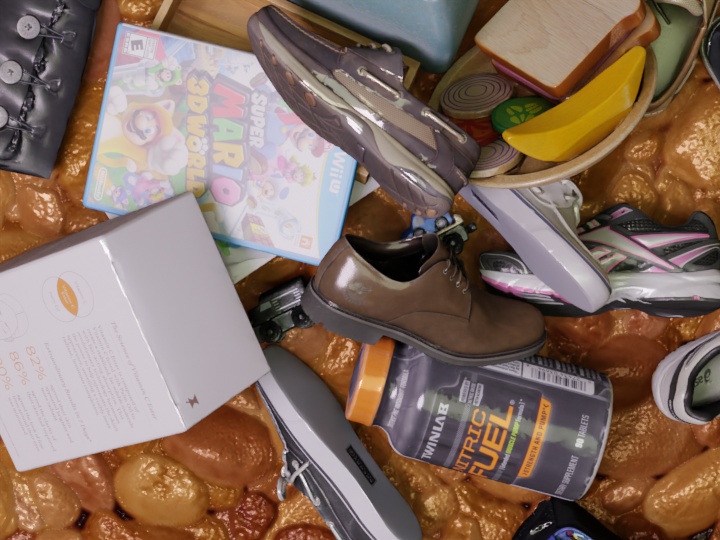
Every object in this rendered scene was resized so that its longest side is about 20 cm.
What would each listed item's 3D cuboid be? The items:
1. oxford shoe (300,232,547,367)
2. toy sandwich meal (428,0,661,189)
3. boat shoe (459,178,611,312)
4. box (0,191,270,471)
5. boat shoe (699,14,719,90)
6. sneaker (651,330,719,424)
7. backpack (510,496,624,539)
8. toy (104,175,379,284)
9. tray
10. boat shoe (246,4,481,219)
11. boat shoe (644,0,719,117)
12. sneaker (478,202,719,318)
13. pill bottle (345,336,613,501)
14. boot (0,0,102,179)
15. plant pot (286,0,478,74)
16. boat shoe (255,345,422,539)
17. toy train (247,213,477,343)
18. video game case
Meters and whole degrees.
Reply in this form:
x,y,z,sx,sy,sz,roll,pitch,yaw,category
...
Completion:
x,y,z,sx,sy,sz,roll,pitch,yaw,category
0.062,0.019,1.260,0.199,0.073,0.085,13,120,-25,oxford shoe
0.133,-0.148,1.254,0.204,0.206,0.070,-28,132,2,toy sandwich meal
0.135,-0.054,1.288,0.070,0.071,0.200,-37,58,-8,boat shoe
-0.194,0.048,1.258,0.199,0.106,0.153,-16,101,39,box
0.343,-0.119,1.318,0.074,0.066,0.200,-33,98,3,boat shoe
0.328,0.060,1.334,0.200,0.088,0.076,-39,96,2,sneaker
0.164,0.310,1.342,0.182,0.135,0.200,37,98,-5,backpack
-0.091,-0.061,1.319,0.199,0.047,0.115,-34,85,-8,toy
-0.065,-0.155,1.294,0.199,0.037,0.099,25,81,3,tray
0.004,-0.124,1.211,0.200,0.075,0.073,43,76,2,boat shoe
0.248,-0.214,1.298,0.075,0.074,0.201,13,98,-4,boat shoe
0.193,-0.011,1.336,0.199,0.080,0.087,2,75,0,sneaker
0.090,0.108,1.323,0.199,0.106,0.107,15,97,-3,pill bottle
-0.288,-0.187,1.296,0.164,0.066,0.201,20,101,-3,boot
0.022,-0.267,1.221,0.195,0.200,0.197,25,97,-5,plant pot
-0.033,0.155,1.345,0.068,0.074,0.200,-37,92,23,boat shoe
0.000,0.000,1.343,0.199,0.034,0.046,-26,86,3,toy train
-0.100,-0.094,1.264,0.199,0.018,0.144,14,100,4,video game case
